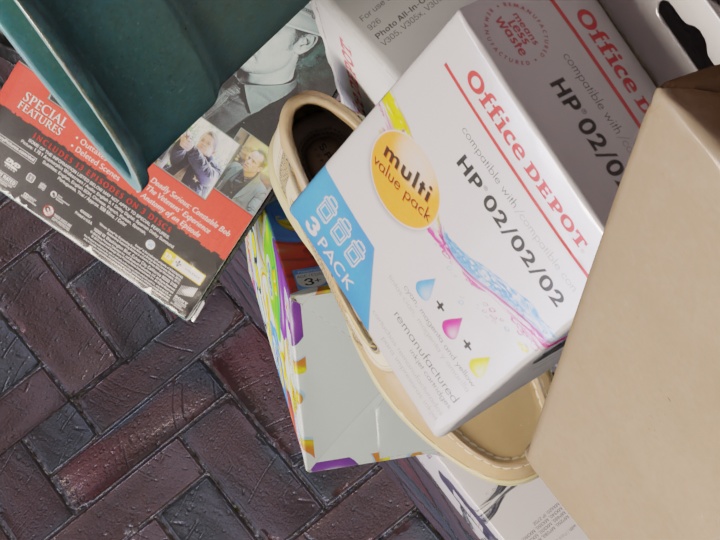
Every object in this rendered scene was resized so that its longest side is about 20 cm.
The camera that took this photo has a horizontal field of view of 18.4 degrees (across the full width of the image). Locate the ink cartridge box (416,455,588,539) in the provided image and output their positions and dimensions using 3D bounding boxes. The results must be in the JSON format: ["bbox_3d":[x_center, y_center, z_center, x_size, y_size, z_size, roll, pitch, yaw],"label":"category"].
[{"bbox_3d":[0.116,0.173,1.884,0.200,0.084,0.145,52,174,6],"label":"ink cartridge box"}]

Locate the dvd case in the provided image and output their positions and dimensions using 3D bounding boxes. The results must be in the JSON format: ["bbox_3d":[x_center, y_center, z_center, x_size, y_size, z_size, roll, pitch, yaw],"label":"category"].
[{"bbox_3d":[-0.090,-0.096,1.098,0.145,0.201,0.022,34,-163,0],"label":"dvd case"}]

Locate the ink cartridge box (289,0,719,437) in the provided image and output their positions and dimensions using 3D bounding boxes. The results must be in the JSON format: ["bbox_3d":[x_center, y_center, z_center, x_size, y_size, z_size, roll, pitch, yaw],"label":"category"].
[{"bbox_3d":[0.063,-0.034,0.838,0.116,0.068,0.200,56,144,9],"label":"ink cartridge box"}]

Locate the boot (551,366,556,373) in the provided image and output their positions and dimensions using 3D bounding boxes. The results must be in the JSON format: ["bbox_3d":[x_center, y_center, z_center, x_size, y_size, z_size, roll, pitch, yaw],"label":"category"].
[{"bbox_3d":[0.106,0.015,1.266,0.132,0.070,0.200,50,-175,-12],"label":"boot"}]

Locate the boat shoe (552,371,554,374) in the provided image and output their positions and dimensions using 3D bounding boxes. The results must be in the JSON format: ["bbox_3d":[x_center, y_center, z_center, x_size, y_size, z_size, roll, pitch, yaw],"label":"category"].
[{"bbox_3d":[0.145,0.095,1.332,0.063,0.073,0.200,58,171,-24],"label":"boat shoe"}]

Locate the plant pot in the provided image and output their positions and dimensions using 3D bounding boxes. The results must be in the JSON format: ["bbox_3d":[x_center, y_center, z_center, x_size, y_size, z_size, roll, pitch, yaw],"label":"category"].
[{"bbox_3d":[-0.074,-0.170,0.904,0.201,0.196,0.200,52,174,8],"label":"plant pot"}]

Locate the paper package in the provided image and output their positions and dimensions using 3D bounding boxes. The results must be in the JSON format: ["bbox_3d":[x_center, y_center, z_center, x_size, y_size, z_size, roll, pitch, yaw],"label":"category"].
[{"bbox_3d":[0.154,0.049,0.642,0.191,0.103,0.201,49,152,23],"label":"paper package"}]

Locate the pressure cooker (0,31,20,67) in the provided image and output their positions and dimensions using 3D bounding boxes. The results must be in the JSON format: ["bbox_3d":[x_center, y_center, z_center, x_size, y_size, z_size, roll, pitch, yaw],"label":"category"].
[{"bbox_3d":[-0.110,-0.170,1.221,0.200,0.178,0.177,39,-147,-52],"label":"pressure cooker"}]

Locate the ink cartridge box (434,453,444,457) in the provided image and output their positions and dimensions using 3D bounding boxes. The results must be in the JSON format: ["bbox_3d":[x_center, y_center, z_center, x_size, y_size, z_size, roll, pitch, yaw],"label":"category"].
[{"bbox_3d":[0.046,0.066,1.545,0.144,0.084,0.200,12,164,11],"label":"ink cartridge box"}]

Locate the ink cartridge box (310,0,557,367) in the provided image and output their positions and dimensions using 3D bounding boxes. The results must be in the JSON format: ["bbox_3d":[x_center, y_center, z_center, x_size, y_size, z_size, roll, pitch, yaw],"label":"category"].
[{"bbox_3d":[0.075,-0.051,0.990,0.200,0.087,0.145,48,172,18],"label":"ink cartridge box"}]

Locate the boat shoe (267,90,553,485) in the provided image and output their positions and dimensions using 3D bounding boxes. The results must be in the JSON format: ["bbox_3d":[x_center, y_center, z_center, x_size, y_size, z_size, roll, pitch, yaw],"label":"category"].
[{"bbox_3d":[0.022,0.009,0.989,0.201,0.071,0.065,53,174,7],"label":"boat shoe"}]

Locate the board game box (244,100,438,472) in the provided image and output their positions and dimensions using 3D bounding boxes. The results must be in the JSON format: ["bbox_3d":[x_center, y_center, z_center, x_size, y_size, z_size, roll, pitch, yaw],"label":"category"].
[{"bbox_3d":[0.000,0.000,1.158,0.200,0.102,0.106,-110,14,-59],"label":"board game box"}]
